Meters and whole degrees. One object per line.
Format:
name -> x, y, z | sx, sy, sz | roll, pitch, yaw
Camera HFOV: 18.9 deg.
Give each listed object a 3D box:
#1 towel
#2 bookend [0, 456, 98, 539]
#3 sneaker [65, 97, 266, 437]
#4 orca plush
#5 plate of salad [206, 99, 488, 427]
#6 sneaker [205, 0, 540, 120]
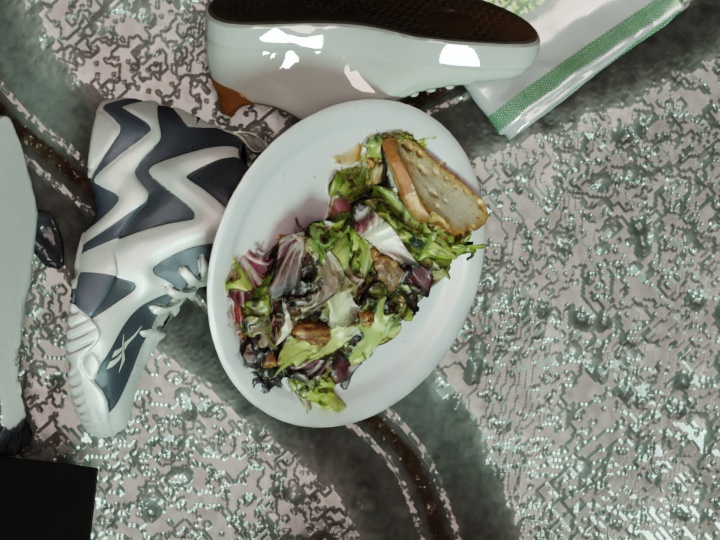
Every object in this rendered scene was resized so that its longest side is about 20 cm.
towel -> 0.090, -0.202, 1.317 | 0.149, 0.031, 0.201 | -36, 95, -4
bookend -> -0.231, 0.135, 1.216 | 0.198, 0.093, 0.200 | 7, 132, -7
sneaker -> -0.101, 0.003, 1.280 | 0.128, 0.080, 0.201 | 6, 82, 2
orca plush -> -0.232, 0.009, 1.291 | 0.105, 0.071, 0.202 | -28, 111, -48
plate of salad -> 0.000, 0.000, 1.270 | 0.199, 0.048, 0.202 | -13, 114, -32
sneaker -> 0.008, -0.121, 1.293 | 0.198, 0.073, 0.085 | 3, 122, 6
